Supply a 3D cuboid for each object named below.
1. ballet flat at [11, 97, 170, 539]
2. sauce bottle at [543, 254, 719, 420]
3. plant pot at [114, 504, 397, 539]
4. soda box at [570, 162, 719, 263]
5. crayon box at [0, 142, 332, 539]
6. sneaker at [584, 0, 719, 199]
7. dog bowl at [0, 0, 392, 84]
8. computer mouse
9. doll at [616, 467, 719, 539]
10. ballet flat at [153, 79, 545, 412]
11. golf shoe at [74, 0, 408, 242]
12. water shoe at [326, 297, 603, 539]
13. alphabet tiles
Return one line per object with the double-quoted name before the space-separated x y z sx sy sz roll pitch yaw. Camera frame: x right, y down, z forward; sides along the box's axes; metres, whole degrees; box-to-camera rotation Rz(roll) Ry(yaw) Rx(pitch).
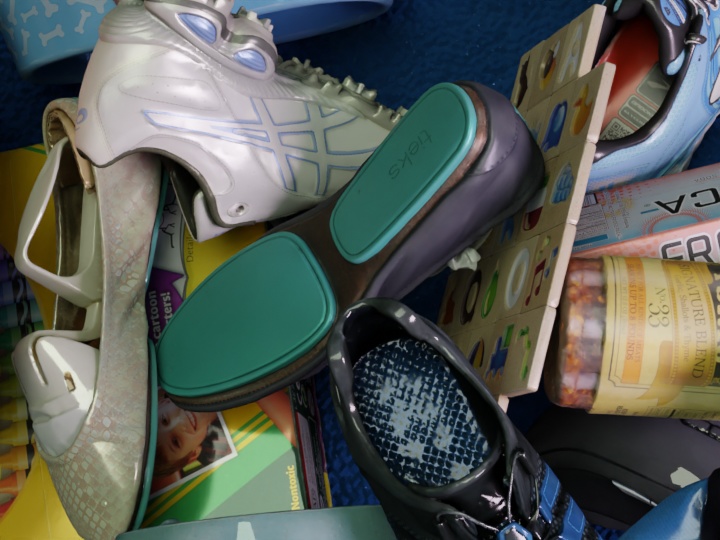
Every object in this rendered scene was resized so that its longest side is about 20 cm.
"ballet flat" -0.122 0.020 0.875 0.067 0.062 0.201 -26 57 52
"sauce bottle" 0.174 0.029 0.809 0.199 0.066 0.066 2 76 -3
"plant pot" -0.033 0.163 0.803 0.200 0.200 0.135 -7 81 11
"soda box" 0.171 -0.008 0.861 0.199 0.064 0.069 -14 112 6
"crayon box" -0.113 0.038 0.936 0.172 0.058 0.201 -12 73 10
"sneaker" 0.148 -0.109 0.897 0.078 0.090 0.200 31 84 19
"dog bowl" -0.076 -0.129 0.949 0.199 0.111 0.050 -10 88 10
"computer mouse" 0.171 0.064 0.853 0.200 0.046 0.140 20 50 35
"doll" 0.147 0.128 0.747 0.136 0.048 0.201 2 83 23
"ballet flat" 0.000 0.000 0.852 0.200 0.073 0.073 -41 69 24
"golf shoe" -0.041 -0.051 0.890 0.078 0.200 0.097 22 86 57
"water shoe" 0.045 0.098 0.728 0.071 0.079 0.200 -37 68 -2
"alphabet tiles" 0.062 -0.008 0.860 0.006 0.166 0.201 17 79 -11
